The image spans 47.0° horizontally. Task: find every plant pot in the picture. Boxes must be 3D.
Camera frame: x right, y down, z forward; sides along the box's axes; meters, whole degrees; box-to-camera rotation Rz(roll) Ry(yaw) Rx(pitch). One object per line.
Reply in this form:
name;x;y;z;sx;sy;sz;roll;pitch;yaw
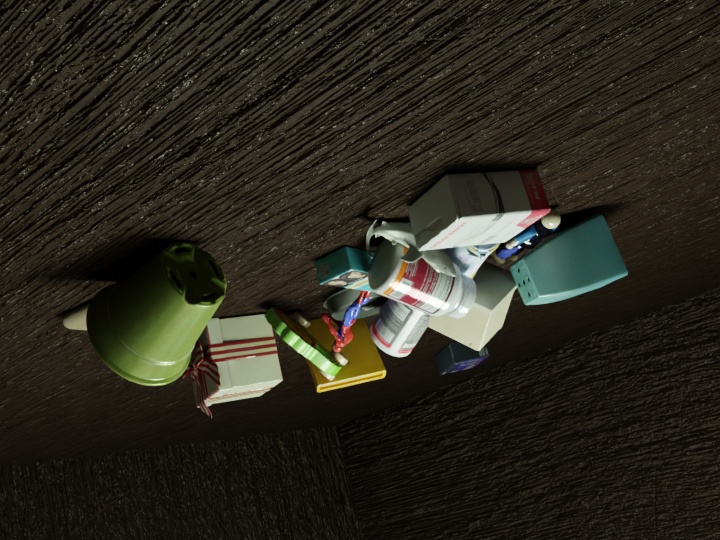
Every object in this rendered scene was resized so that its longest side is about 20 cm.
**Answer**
plant pot;0.435;-0.009;1.781;0.197;0.143;0.141;-20;171;-12
plant pot;-0.320;0.056;1.366;0.198;0.202;0.190;3;145;-47

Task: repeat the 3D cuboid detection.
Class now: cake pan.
cake pan;0.012;0.071;1.937;0.197;0.037;0.201;-14;164;-4

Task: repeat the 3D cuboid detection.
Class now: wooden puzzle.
wooden puzzle;-0.434;0.079;1.580;0.183;0.038;0.199;-22;158;24

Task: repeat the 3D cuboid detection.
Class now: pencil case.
pencil case;0.218;-0.044;1.638;0.082;0.092;0.200;-12;165;-12

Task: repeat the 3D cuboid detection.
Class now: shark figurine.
shark figurine;0.086;-0.074;1.496;0.212;0.129;0.090;19;122;-32

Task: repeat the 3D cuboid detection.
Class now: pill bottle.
pill bottle;0.122;0.020;1.604;0.198;0.115;0.113;23;147;-25
pill bottle;0.111;0.086;1.848;0.110;0.111;0.201;0;131;-42

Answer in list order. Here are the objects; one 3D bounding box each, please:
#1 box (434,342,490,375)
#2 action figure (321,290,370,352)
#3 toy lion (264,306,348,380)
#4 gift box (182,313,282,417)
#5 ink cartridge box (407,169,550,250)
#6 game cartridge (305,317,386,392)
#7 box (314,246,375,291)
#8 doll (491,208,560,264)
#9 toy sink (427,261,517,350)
box;0.364;0.308;2.980;0.139;0.080;0.200;-8;163;-13
action figure;-0.043;0.090;1.831;0.065;0.098;0.202;-30;147;-52
toy lion;-0.127;0.159;1.853;0.069;0.200;0.192;-47;171;2
gift box;-0.294;0.215;1.868;0.184;0.203;0.185;-3;156;-30
ink cartridge box;0.202;-0.104;1.431;0.197;0.086;0.145;-7;162;-30
game cartridge;-0.050;0.193;2.010;0.173;0.201;0.033;-10;136;-16
box;0.000;0.000;1.665;0.081;0.050;0.199;-24;162;30
doll;0.353;-0.070;1.741;0.135;0.049;0.200;-16;166;-31
toy sink;0.252;0.072;1.811;0.200;0.129;0.114;-35;144;-54
